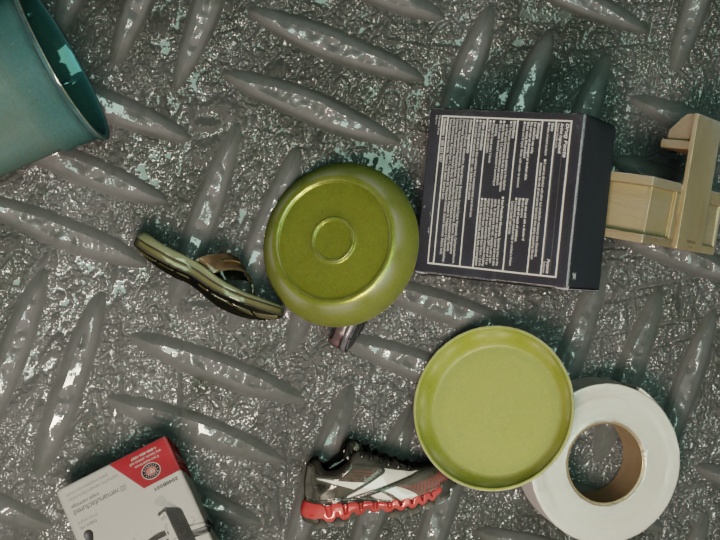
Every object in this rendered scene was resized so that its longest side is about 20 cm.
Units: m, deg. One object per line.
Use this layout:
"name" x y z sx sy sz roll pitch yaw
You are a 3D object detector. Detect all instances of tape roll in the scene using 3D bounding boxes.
"tape roll" 0.301 0.238 1.520 0.200 0.071 0.205 0 92 -9

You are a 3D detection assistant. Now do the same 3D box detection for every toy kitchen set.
"toy kitchen set" 0.345 -0.120 1.516 0.199 0.179 0.165 6 95 -49

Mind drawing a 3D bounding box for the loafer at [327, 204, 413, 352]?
"loafer" 0.000 0.000 1.473 0.062 0.072 0.202 24 82 10

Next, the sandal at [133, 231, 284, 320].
"sandal" -0.175 0.000 1.435 0.200 0.080 0.058 32 73 -8

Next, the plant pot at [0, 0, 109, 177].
"plant pot" -0.415 -0.190 1.337 0.195 0.200 0.202 -28 96 0

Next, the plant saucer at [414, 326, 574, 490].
"plant saucer" 0.165 0.170 1.470 0.197 0.031 0.203 -5 72 15

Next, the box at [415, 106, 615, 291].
"box" 0.185 -0.083 1.421 0.196 0.123 0.203 7 92 31

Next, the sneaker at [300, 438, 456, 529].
"sneaker" 0.020 0.252 1.474 0.198 0.071 0.099 -8 95 -7

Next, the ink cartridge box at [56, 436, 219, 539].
"ink cartridge box" -0.244 0.320 1.394 0.143 0.084 0.201 -26 74 -7

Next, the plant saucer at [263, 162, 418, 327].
"plant saucer" -0.029 -0.034 1.432 0.197 0.031 0.203 -3 80 17
